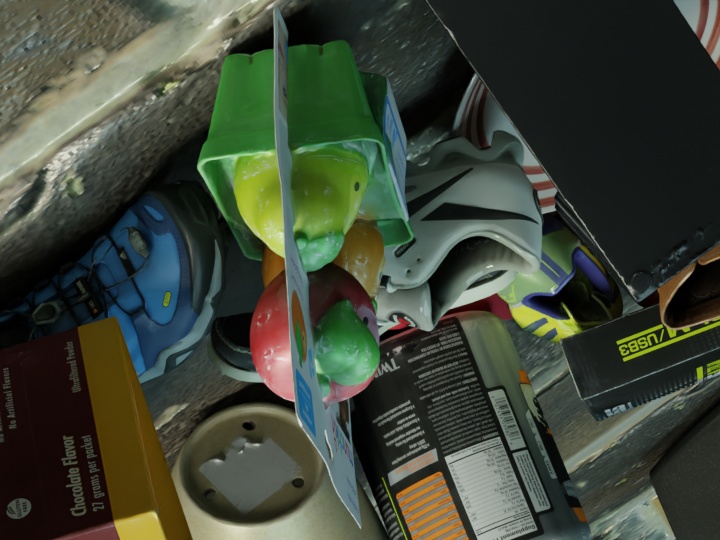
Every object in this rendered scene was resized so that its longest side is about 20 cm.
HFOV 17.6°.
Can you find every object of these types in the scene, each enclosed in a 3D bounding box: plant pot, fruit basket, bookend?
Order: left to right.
[{"bbox_3d":[-0.059,0.181,1.472,0.186,0.188,0.201,-27,144,-18],"label":"plant pot"},{"bbox_3d":[-0.014,0.002,1.099,0.093,0.202,0.185,-12,157,4],"label":"fruit basket"},{"bbox_3d":[0.096,-0.110,1.118,0.092,0.201,0.199,-35,-166,3],"label":"bookend"},{"bbox_3d":[0.380,0.210,2.104,0.177,0.201,0.200,-29,161,18],"label":"plant pot"}]

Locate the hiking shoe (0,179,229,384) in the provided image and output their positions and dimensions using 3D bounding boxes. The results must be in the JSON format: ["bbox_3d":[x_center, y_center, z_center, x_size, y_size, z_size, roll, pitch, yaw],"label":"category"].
[{"bbox_3d":[-0.139,0.033,1.156,0.086,0.075,0.200,-7,146,-50],"label":"hiking shoe"}]

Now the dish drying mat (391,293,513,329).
[{"bbox_3d":[0.061,0.006,1.464,0.199,0.018,0.077,-3,141,-51],"label":"dish drying mat"}]

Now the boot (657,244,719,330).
[{"bbox_3d":[0.192,-0.022,1.374,0.076,0.156,0.200,29,137,-25],"label":"boot"}]

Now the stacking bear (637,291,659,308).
[{"bbox_3d":[0.254,-0.045,1.519,0.199,0.114,0.121,-33,159,10],"label":"stacking bear"}]

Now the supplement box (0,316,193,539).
[{"bbox_3d":[-0.182,0.159,1.131,0.198,0.133,0.198,-16,133,-3],"label":"supplement box"}]

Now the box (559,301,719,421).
[{"bbox_3d":[0.226,0.038,1.466,0.192,0.048,0.200,-23,170,4],"label":"box"}]

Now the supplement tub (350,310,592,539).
[{"bbox_3d":[0.070,0.138,1.478,0.122,0.201,0.123,-20,166,-5],"label":"supplement tub"}]

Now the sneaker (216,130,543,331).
[{"bbox_3d":[0.002,-0.003,1.231,0.199,0.089,0.074,-19,148,5],"label":"sneaker"}]

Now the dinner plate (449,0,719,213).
[{"bbox_3d":[0.129,-0.111,1.279,0.199,0.024,0.201,-25,147,-17],"label":"dinner plate"}]

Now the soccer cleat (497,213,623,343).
[{"bbox_3d":[0.130,0.018,1.454,0.065,0.084,0.200,-50,152,1],"label":"soccer cleat"}]

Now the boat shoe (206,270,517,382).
[{"bbox_3d":[0.000,0.000,1.313,0.199,0.072,0.068,-24,138,-21],"label":"boat shoe"}]
